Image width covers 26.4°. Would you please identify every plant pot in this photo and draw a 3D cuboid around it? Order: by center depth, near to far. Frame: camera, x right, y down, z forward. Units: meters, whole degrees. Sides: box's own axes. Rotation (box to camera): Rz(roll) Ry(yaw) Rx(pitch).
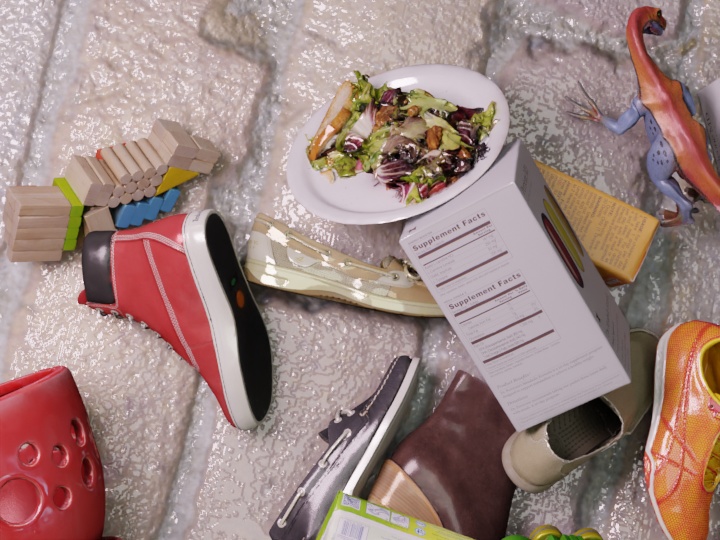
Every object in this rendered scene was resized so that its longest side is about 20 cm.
[{"bbox_3d":[-0.297,0.193,1.225,0.200,0.200,0.183,-20,96,-8],"label":"plant pot"}]

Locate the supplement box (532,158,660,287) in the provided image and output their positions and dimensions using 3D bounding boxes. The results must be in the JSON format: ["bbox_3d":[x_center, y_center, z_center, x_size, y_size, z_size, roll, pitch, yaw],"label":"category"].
[{"bbox_3d":[0.159,-0.055,1.362,0.200,0.067,0.069,23,83,-4],"label":"supplement box"}]

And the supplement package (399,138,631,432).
[{"bbox_3d":[0.133,0.012,1.287,0.109,0.114,0.200,-27,108,19],"label":"supplement package"}]

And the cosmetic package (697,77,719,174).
[{"bbox_3d":[0.367,-0.137,1.326,0.071,0.200,0.102,-14,85,-7],"label":"cosmetic package"}]

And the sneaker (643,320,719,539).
[{"bbox_3d":[0.292,0.143,1.327,0.073,0.077,0.201,4,87,-48],"label":"sneaker"}]

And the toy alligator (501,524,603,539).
[{"bbox_3d":[0.205,0.260,1.316,0.199,0.059,0.054,9,114,-20],"label":"toy alligator"}]

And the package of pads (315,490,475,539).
[{"bbox_3d":[0.019,0.288,1.263,0.154,0.068,0.200,19,126,-4],"label":"package of pads"}]

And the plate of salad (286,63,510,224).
[{"bbox_3d":[0.028,-0.117,1.304,0.200,0.200,0.048,-31,132,-8],"label":"plate of salad"}]

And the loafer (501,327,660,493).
[{"bbox_3d":[0.209,0.119,1.334,0.200,0.068,0.076,-42,94,-26],"label":"loafer"}]

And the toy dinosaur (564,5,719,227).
[{"bbox_3d":[0.282,-0.139,1.349,0.105,0.200,0.182,-30,121,-23],"label":"toy dinosaur"}]

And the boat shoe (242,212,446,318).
[{"bbox_3d":[-0.001,0.000,1.337,0.200,0.073,0.063,12,88,2],"label":"boat shoe"}]

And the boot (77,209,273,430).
[{"bbox_3d":[-0.162,0.051,1.318,0.144,0.072,0.200,-10,110,20],"label":"boot"}]

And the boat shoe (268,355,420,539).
[{"bbox_3d":[-0.011,0.156,1.322,0.060,0.074,0.200,25,82,13],"label":"boat shoe"}]

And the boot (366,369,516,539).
[{"bbox_3d":[0.114,0.205,1.332,0.200,0.072,0.166,40,77,-9],"label":"boot"}]

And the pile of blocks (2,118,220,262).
[{"bbox_3d":[-0.221,-0.071,1.329,0.200,0.082,0.062,-23,45,-17],"label":"pile of blocks"}]
